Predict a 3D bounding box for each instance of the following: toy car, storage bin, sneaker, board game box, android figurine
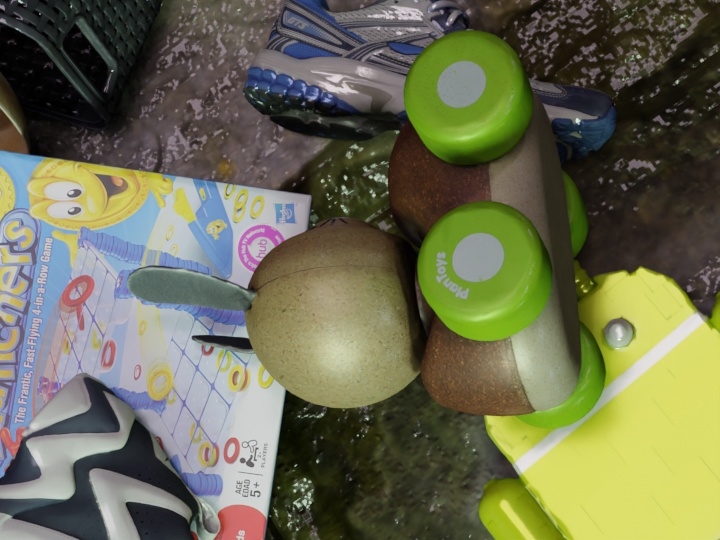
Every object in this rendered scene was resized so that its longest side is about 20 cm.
[{"bbox_3d":[0.000,0.000,0.811,0.198,0.164,0.159,-10,66,14],"label":"toy car"},{"bbox_3d":[-0.220,-0.164,0.940,0.199,0.135,0.094,16,75,17],"label":"storage bin"},{"bbox_3d":[0.039,-0.110,0.903,0.198,0.077,0.086,12,78,15],"label":"sneaker"},{"bbox_3d":[-0.134,0.047,0.902,0.194,0.056,0.202,8,83,-2],"label":"board game box"},{"bbox_3d":[0.141,0.082,0.861,0.182,0.041,0.201,-38,75,6],"label":"android figurine"},{"bbox_3d":[-0.144,0.160,0.808,0.129,0.080,0.199,39,58,2],"label":"sneaker"}]

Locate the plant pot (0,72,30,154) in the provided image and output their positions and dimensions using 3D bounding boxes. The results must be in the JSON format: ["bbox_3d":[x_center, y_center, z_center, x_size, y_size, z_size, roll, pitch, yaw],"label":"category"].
[{"bbox_3d":[-0.262,-0.113,0.922,0.199,0.200,0.028,18,71,17],"label":"plant pot"}]
